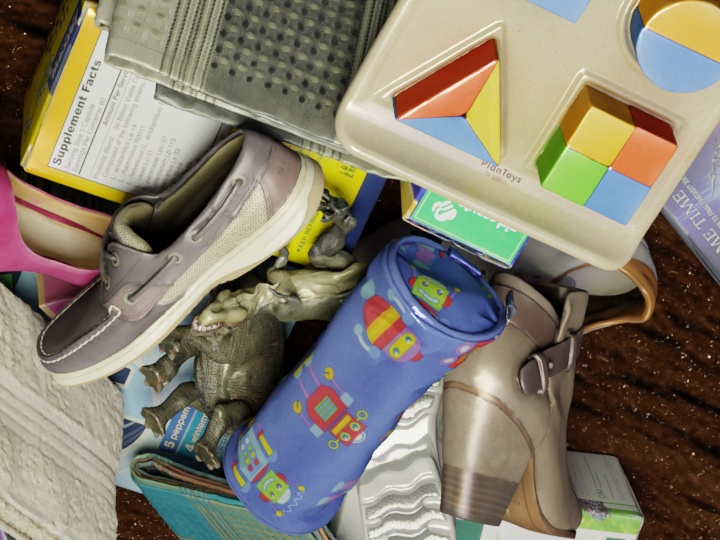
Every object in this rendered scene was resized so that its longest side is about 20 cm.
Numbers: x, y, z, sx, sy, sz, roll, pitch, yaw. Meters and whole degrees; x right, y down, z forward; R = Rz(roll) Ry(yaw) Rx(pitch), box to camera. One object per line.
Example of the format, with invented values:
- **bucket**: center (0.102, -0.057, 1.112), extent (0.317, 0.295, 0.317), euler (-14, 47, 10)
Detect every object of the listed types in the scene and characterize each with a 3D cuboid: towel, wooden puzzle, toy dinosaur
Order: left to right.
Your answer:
- **towel**: center (-0.194, 0.083, 1.254), extent (0.034, 0.133, 0.200), euler (-16, 143, 23)
- **toy dinosaur**: center (-0.078, 0.050, 1.314), extent (0.102, 0.077, 0.201), euler (-35, 124, -35)
- **towel**: center (-0.051, 0.187, 1.390), extent (0.146, 0.022, 0.200), euler (11, 149, 34)
- **towel**: center (-0.041, -0.161, 1.213), extent (0.192, 0.201, 0.035), euler (21, 153, -19)
- **toy dinosaur**: center (0.000, 0.000, 1.243), extent (0.199, 0.048, 0.088), euler (-1, 136, -21)
- **wooden puzzle**: center (0.109, -0.110, 1.127), extent (0.185, 0.046, 0.201), euler (24, 112, -15)

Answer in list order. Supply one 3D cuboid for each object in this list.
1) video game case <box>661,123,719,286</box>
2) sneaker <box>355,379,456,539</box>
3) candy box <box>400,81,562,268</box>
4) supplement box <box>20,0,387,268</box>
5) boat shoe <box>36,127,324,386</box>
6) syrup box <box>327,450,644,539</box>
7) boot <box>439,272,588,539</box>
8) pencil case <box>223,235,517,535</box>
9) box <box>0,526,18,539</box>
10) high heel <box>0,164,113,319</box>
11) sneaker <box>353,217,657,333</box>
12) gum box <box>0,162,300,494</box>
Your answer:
- **video game case**: center (0.273, -0.090, 1.364), extent (0.200, 0.019, 0.143), euler (-36, 115, 13)
- **sneaker**: center (0.019, 0.096, 1.340), extent (0.074, 0.082, 0.201), euler (-3, 87, 3)
- **candy box**: center (0.097, -0.127, 1.238), extent (0.077, 0.169, 0.201), euler (24, 112, -12)
- **supplement box**: center (-0.084, -0.095, 1.268), extent (0.199, 0.110, 0.109), euler (19, 114, -17)
- **boat shoe**: center (-0.110, -0.011, 1.199), extent (0.200, 0.072, 0.065), euler (-35, 124, 23)
- **syrup box**: center (0.075, 0.162, 1.437), extent (0.199, 0.082, 0.079), euler (8, 115, -12)
- **boot**: center (0.104, 0.079, 1.301), extent (0.070, 0.200, 0.147), euler (15, 88, 23)
- **pencil case**: center (0.001, 0.062, 1.225), extent (0.078, 0.087, 0.200), euler (42, 125, 3)
- **box**: center (-0.284, 0.073, 1.294), extent (0.147, 0.104, 0.201), euler (-18, 104, 19)
- **high heel**: center (-0.164, -0.026, 1.233), extent (0.095, 0.068, 0.200), euler (-19, 146, 11)
- **sneaker**: center (0.087, 0.007, 1.357), extent (0.199, 0.085, 0.073), euler (-4, 120, -3)
- **gum box**: center (-0.158, 0.045, 1.370), extent (0.199, 0.045, 0.170), euler (19, 114, -17)
